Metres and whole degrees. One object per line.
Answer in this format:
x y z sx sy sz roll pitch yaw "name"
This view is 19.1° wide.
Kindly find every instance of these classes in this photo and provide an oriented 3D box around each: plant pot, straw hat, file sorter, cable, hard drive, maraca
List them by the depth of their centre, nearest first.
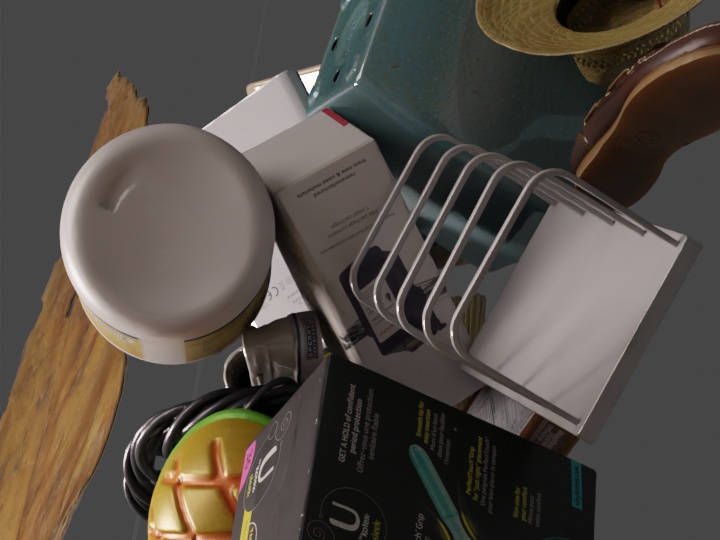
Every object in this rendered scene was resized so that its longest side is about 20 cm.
0.096 0.001 1.373 0.140 0.124 0.200 -61 21 -1 "file sorter"
-0.091 0.191 1.454 0.137 0.107 0.202 31 109 28 "maraca"
0.186 -0.179 1.495 0.199 0.086 0.202 -15 38 12 "straw hat"
-0.089 0.132 1.545 0.201 0.161 0.051 105 169 -54 "cable"
0.076 -0.137 1.603 0.196 0.199 0.198 -23 47 67 "plant pot"
-0.058 -0.035 1.669 0.131 0.201 0.025 -32 -11 27 "hard drive"

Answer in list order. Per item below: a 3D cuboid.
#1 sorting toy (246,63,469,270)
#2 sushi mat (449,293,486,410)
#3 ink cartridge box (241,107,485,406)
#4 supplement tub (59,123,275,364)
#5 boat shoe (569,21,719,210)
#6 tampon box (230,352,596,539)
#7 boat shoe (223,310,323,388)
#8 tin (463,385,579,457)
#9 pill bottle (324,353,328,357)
-0.007 -0.080 1.771 0.199 0.036 0.187 -10 99 42 "sorting toy"
0.043 0.090 1.606 0.201 0.095 0.012 -83 -16 -45 "sushi mat"
0.000 0.000 1.526 0.084 0.201 0.145 -28 18 -6 "ink cartridge box"
-0.132 -0.012 1.494 0.200 0.143 0.146 113 177 -80 "supplement tub"
0.197 -0.115 1.420 0.200 0.070 0.071 -43 33 54 "boat shoe"
0.030 0.175 1.332 0.126 0.199 0.151 -49 23 44 "tampon box"
-0.068 0.080 1.573 0.200 0.065 0.073 120 144 -74 "boat shoe"
0.118 0.090 1.459 0.201 0.042 0.112 -57 23 29 "tin"
-0.031 0.048 1.753 0.105 0.103 0.202 -95 11 -58 "pill bottle"
